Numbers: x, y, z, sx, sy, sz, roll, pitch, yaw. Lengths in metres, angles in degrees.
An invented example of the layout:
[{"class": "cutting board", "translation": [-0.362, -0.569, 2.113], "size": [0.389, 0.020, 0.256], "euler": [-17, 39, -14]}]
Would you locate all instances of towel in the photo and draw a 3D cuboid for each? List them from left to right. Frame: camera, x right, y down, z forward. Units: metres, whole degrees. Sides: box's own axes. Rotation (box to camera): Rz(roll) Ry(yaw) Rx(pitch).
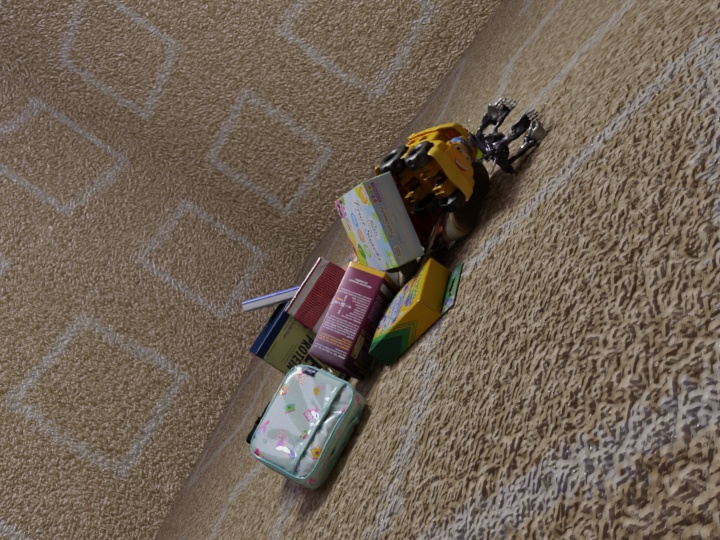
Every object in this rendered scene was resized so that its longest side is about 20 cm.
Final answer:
[{"class": "towel", "translation": [-0.039, 0.083, 1.420], "size": [0.145, 0.199, 0.023], "euler": [-56, -4, -7]}]

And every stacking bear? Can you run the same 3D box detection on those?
[{"class": "stacking bear", "translation": [0.175, -0.163, 1.454], "size": [0.121, 0.113, 0.201], "euler": [-44, 10, 52]}]

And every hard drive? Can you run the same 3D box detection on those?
[{"class": "hard drive", "translation": [-0.151, 0.052, 1.523], "size": [0.198, 0.026, 0.132], "euler": [-16, -1, 12]}]

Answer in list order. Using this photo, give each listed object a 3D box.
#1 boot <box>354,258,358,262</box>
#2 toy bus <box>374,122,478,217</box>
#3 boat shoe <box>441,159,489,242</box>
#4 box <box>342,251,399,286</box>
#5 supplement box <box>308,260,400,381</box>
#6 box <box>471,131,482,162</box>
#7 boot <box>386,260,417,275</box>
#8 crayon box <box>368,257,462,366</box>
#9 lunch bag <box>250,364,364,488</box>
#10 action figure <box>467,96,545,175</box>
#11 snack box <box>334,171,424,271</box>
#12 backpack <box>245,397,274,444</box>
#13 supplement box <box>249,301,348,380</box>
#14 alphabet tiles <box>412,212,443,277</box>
[{"class": "boot", "translation": [0.000, 0.000, 1.473], "size": [0.075, 0.106, 0.202], "euler": [96, 168, -77]}, {"class": "toy bus", "translation": [0.154, -0.213, 1.281], "size": [0.192, 0.136, 0.199], "euler": [-50, 21, -21]}, {"class": "boat shoe", "translation": [0.200, -0.141, 1.330], "size": [0.065, 0.071, 0.201], "euler": [-44, 17, 51]}, {"class": "box", "translation": [0.006, 0.037, 1.632], "size": [0.153, 0.106, 0.200], "euler": [-54, 9, 14]}, {"class": "supplement box", "translation": [-0.008, 0.100, 1.330], "size": [0.201, 0.085, 0.110], "euler": [-65, -28, -12]}, {"class": "box", "translation": [0.217, -0.226, 1.620], "size": [0.200, 0.047, 0.122], "euler": [-49, 11, 38]}, {"class": "boot", "translation": [0.071, -0.080, 1.475], "size": [0.072, 0.168, 0.200], "euler": [-20, 7, -5]}, {"class": "crayon box", "translation": [0.097, 0.066, 1.213], "size": [0.200, 0.051, 0.126], "euler": [-49, 11, 38]}, {"class": "lunch bag", "translation": [-0.090, 0.271, 1.202], "size": [0.159, 0.077, 0.201], "euler": [17, 68, 34]}, {"class": "action figure", "translation": [0.268, -0.257, 1.243], "size": [0.102, 0.118, 0.200], "euler": [-55, 2, 42]}, {"class": "snack box", "translation": [0.031, -0.086, 1.321], "size": [0.067, 0.170, 0.200], "euler": [-24, 2, -20]}, {"class": "backpack", "translation": [-0.147, 0.324, 1.371], "size": [0.168, 0.126, 0.200], "euler": [-59, 12, -30]}, {"class": "supplement box", "translation": [-0.127, 0.182, 1.526], "size": [0.135, 0.199, 0.200], "euler": [-58, 9, -11]}, {"class": "alphabet tiles", "translation": [0.121, -0.014, 1.343], "size": [0.201, 0.007, 0.168], "euler": [110, -177, -45]}]
